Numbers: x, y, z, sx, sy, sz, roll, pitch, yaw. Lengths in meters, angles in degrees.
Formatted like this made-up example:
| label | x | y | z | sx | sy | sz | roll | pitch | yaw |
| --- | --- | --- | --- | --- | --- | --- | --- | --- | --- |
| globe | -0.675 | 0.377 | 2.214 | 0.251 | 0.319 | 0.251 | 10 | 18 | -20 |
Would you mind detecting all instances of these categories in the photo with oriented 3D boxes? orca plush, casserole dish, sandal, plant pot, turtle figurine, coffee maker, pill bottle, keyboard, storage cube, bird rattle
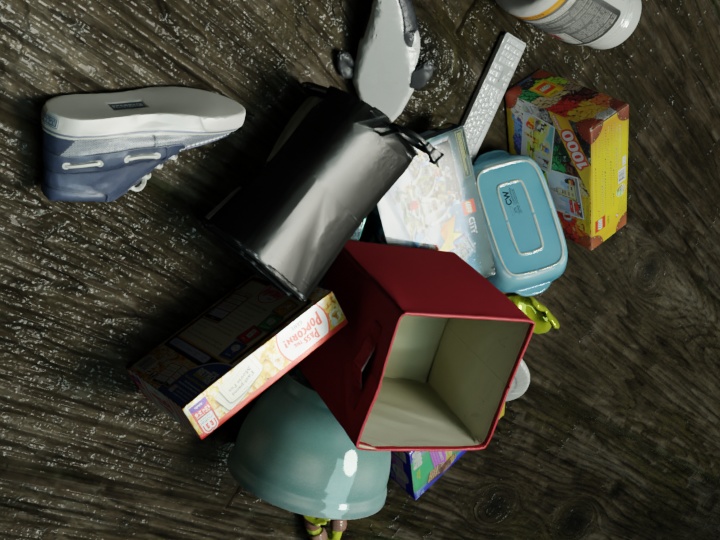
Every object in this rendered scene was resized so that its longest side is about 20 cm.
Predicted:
| label | x | y | z | sx | sy | sz | roll | pitch | yaw |
| --- | --- | --- | --- | --- | --- | --- | --- | --- | --- |
| orca plush | 0.023 | -0.262 | 1.115 | 0.105 | 0.071 | 0.200 | -9 | 130 | 13 |
| casserole dish | 0.204 | -0.066 | 1.316 | 0.121 | 0.200 | 0.039 | -15 | 172 | -11 |
| sandal | 0.213 | 0.131 | 1.554 | 0.203 | 0.082 | 0.050 | 65 | 23 | -44 |
| plant pot | -0.049 | 0.194 | 1.223 | 0.200 | 0.200 | 0.134 | 3 | 108 | -46 |
| turtle figurine | -0.038 | 0.405 | 1.471 | 0.200 | 0.064 | 0.162 | -14 | 117 | -29 |
| coffee maker | -0.050 | -0.080 | 1.041 | 0.135 | 0.192 | 0.200 | 39 | 82 | -21 |
| pill bottle | 0.257 | -0.344 | 1.238 | 0.200 | 0.116 | 0.117 | 9 | 108 | -48 |
| keyboard | 0.160 | -0.209 | 1.311 | 0.056 | 0.011 | 0.200 | 12 | 107 | -49 |
| storage cube | 0.057 | 0.084 | 1.141 | 0.200 | 0.180 | 0.171 | 5 | 114 | -30 |
| bird rattle | 0.192 | 0.007 | 1.404 | 0.112 | 0.200 | 0.163 | -13 | 167 | -3 |

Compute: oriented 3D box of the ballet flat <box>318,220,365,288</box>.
| label | x | y | z | sx | sy | sz | roll | pitch | yaw |
| --- | --- | --- | --- | --- | --- | --- | --- | --- | --- |
| ballet flat | -0.045 | -0.028 | 1.178 | 0.074 | 0.074 | 0.200 | 0 | 113 | -46 |

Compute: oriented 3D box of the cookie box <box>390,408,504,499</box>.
| label | x | y | z | sx | sy | sz | roll | pitch | yaw |
| --- | --- | --- | --- | --- | --- | --- | --- | --- | --- |
| cookie box | 0.123 | 0.217 | 1.478 | 0.200 | 0.075 | 0.171 | -40 | 151 | -19 |

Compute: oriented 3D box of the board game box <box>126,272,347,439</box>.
| label | x | y | z | sx | sy | sz | roll | pitch | yaw |
| --- | --- | --- | --- | --- | --- | --- | --- | --- | --- |
| board game box | -0.135 | 0.081 | 1.086 | 0.200 | 0.151 | 0.046 | -38 | 119 | -21 |

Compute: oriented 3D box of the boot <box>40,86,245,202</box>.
| label | x | y | z | sx | sy | sz | roll | pitch | yaw |
| --- | --- | --- | --- | --- | --- | --- | --- | --- | --- |
| boot | -0.207 | -0.119 | 0.958 | 0.200 | 0.073 | 0.090 | -8 | 128 | -33 |

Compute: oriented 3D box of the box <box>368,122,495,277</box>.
| label | x | y | z | sx | sy | sz | roll | pitch | yaw |
| --- | --- | --- | --- | --- | --- | --- | --- | --- | --- |
| box | 0.082 | -0.064 | 1.238 | 0.136 | 0.038 | 0.200 | -23 | 112 | -20 |

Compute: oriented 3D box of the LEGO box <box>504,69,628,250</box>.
| label | x | y | z | sx | sy | sz | roll | pitch | yaw |
| --- | --- | --- | --- | --- | --- | --- | --- | --- | --- |
| LEGO box | 0.279 | -0.150 | 1.363 | 0.077 | 0.149 | 0.200 | -34 | 135 | -25 |

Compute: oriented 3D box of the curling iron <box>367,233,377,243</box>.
| label | x | y | z | sx | sy | sz | roll | pitch | yaw |
| --- | --- | --- | --- | --- | --- | --- | --- | --- | --- |
| curling iron | 0.000 | 0.000 | 1.247 | 0.050 | 0.026 | 0.200 | 105 | 10 | -74 |
